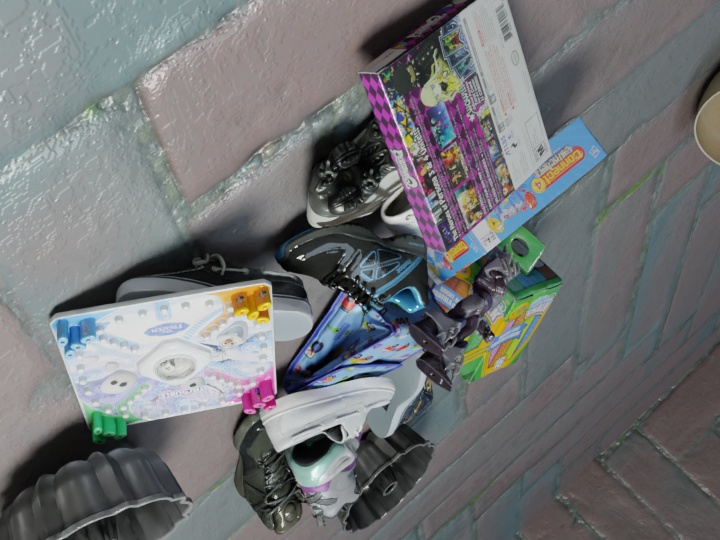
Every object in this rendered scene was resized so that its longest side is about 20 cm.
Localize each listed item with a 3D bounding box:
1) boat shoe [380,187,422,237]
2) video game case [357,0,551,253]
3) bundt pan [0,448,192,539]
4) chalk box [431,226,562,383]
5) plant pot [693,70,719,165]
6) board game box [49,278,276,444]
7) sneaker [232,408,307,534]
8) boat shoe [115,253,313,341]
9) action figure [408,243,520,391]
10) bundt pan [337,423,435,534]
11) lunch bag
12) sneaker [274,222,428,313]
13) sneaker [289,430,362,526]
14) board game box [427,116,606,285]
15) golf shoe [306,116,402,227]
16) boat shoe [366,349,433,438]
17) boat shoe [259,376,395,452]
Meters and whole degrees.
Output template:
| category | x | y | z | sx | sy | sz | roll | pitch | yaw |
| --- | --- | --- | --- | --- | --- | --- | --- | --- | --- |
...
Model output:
| category | x | y | z | sx | sy | sz | roll | pitch | yaw |
| --- | --- | --- | --- | --- | --- | --- | --- | --- | --- |
| boat shoe | 0.102 | -0.115 | 1.053 | 0.200 | 0.071 | 0.069 | -46 | 154 | 3 |
| video game case | 0.101 | -0.152 | 0.926 | 0.181 | 0.035 | 0.202 | -41 | 124 | -25 |
| bundt pan | -0.277 | 0.249 | 0.957 | 0.199 | 0.077 | 0.203 | -26 | 157 | -12 |
| chalk box | 0.185 | 0.030 | 1.304 | 0.123 | 0.125 | 0.203 | -15 | 139 | -44 |
| plant pot | 0.640 | -0.274 | 1.497 | 0.202 | 0.196 | 0.136 | 86 | 20 | -55 |
| board game box | -0.177 | 0.094 | 0.899 | 0.195 | 0.026 | 0.202 | -10 | 143 | -11 |
| sneaker | -0.110 | 0.259 | 1.209 | 0.075 | 0.114 | 0.202 | -27 | 145 | -32 |
| boat shoe | -0.138 | 0.020 | 0.901 | 0.195 | 0.069 | 0.074 | 4 | 142 | -25 |
| action figure | 0.140 | 0.049 | 1.148 | 0.200 | 0.069 | 0.132 | -43 | 147 | -33 |
| bundt pan | 0.027 | 0.326 | 1.522 | 0.200 | 0.076 | 0.204 | -33 | 149 | -22 |
| lunch bag | -0.003 | 0.096 | 1.191 | 0.200 | 0.095 | 0.149 | -44 | 157 | 28 |
| sneaker | 0.000 | 0.000 | 1.008 | 0.197 | 0.084 | 0.073 | 4 | 160 | -35 |
| sneaker | -0.030 | 0.256 | 1.255 | 0.200 | 0.076 | 0.143 | -50 | 134 | -54 |
| board game box | 0.174 | -0.077 | 1.133 | 0.199 | 0.056 | 0.196 | -38 | 178 | -15 |
| golf shoe | 0.018 | -0.110 | 0.962 | 0.198 | 0.078 | 0.095 | -31 | 171 | -28 |
| boat shoe | 0.074 | 0.164 | 1.391 | 0.090 | 0.071 | 0.202 | -25 | 152 | -36 |
| boat shoe | -0.031 | 0.181 | 1.169 | 0.197 | 0.070 | 0.072 | -4 | 159 | -44 |
